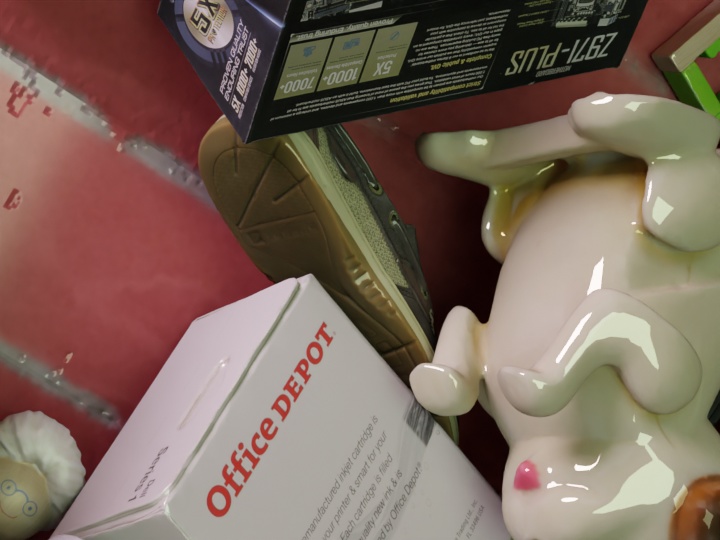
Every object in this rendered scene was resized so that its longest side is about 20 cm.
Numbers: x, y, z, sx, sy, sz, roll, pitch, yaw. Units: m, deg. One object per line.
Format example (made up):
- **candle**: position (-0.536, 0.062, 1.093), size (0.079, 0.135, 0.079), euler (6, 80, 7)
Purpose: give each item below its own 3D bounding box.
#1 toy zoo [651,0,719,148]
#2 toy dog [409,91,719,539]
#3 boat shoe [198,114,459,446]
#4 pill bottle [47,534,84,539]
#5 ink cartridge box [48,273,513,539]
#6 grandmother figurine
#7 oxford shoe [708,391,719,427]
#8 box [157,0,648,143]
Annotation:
- **toy zoo**: position (0.240, -0.063, 1.356), size (0.131, 0.020, 0.200), euler (-39, 110, -15)
- **toy dog**: position (0.108, 0.042, 1.208), size (0.193, 0.139, 0.201), euler (13, 76, -48)
- **boat shoe**: position (-0.001, 0.000, 1.226), size (0.201, 0.071, 0.066), euler (60, 42, -29)
- **pill bottle**: position (-0.167, 0.190, 1.068), size (0.200, 0.112, 0.112), euler (-36, 110, -31)
- **ink cartridge box**: position (-0.018, 0.125, 1.198), size (0.200, 0.084, 0.146), euler (50, 47, -20)
- **grandmother figurine**: position (-0.188, 0.142, 1.165), size (0.200, 0.060, 0.121), euler (-49, 121, -9)
- **oxford shoe**: position (0.144, 0.032, 1.307), size (0.084, 0.073, 0.201), euler (31, 87, 3)
- **box**: position (0.035, -0.155, 1.159), size (0.199, 0.086, 0.164), euler (-14, 143, -30)
